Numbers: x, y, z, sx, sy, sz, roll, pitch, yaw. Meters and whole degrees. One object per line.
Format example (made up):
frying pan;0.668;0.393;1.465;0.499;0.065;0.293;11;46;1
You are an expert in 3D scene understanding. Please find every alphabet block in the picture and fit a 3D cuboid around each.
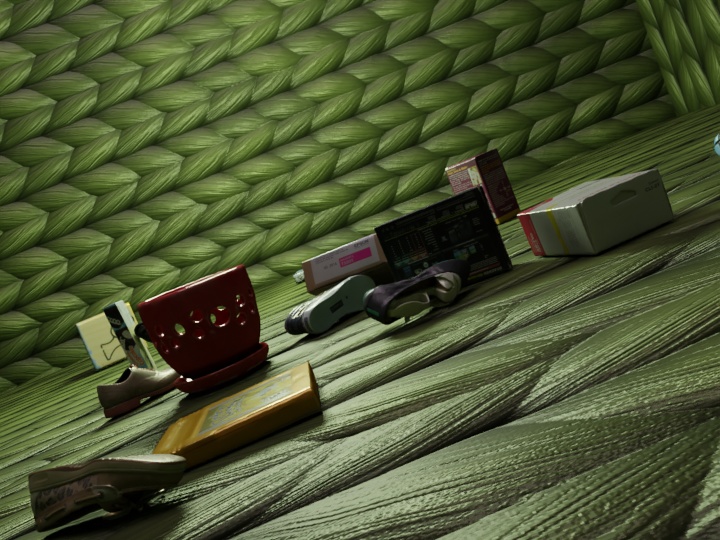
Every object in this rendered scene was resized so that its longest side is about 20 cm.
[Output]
alphabet block;-0.927;0.245;2.618;0.200;0.196;0.196;-23;7;-21

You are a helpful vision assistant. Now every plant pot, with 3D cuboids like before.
plant pot;-0.266;0.105;1.240;0.200;0.183;0.200;-23;4;2

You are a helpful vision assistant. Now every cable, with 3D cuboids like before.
cable;-0.453;0.165;1.713;0.200;0.051;0.163;5;-22;39

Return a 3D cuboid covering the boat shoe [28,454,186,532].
boat shoe;-0.254;0.223;0.707;0.200;0.063;0.073;-17;-19;29

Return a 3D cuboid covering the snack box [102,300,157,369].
snack box;-0.565;0.172;1.728;0.037;0.200;0.116;-26;5;-9

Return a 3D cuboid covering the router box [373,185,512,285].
router box;0.143;-0.042;1.214;0.200;0.150;0.062;-20;5;15

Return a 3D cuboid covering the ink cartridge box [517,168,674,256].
ink cartridge box;0.362;-0.086;1.102;0.145;0.084;0.200;-24;5;-10

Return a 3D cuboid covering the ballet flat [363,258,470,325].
ballet flat;0.102;0.037;1.090;0.200;0.073;0.073;-18;3;-22

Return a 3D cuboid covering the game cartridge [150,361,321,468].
game cartridge;-0.146;0.175;0.845;0.199;0.033;0.176;-22;5;-5

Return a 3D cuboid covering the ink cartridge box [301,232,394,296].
ink cartridge box;0.000;0.000;1.498;0.200;0.075;0.165;-20;-21;16

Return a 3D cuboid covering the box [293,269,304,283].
box;-0.200;0.003;2.890;0.137;0.040;0.200;-23;5;3

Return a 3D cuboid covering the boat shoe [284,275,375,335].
boat shoe;-0.061;0.066;1.390;0.091;0.071;0.200;-12;13;47

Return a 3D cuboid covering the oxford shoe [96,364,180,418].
oxford shoe;-0.420;0.214;1.377;0.070;0.075;0.200;-19;6;41

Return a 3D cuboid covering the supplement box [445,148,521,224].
supplement box;0.349;-0.226;2.000;0.103;0.201;0.131;-26;7;-34

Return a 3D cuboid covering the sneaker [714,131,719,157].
sneaker;0.744;-0.240;1.261;0.082;0.073;0.200;-5;-1;-38

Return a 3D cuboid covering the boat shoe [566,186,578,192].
boat shoe;0.417;-0.122;1.368;0.065;0.072;0.200;-29;-2;34
